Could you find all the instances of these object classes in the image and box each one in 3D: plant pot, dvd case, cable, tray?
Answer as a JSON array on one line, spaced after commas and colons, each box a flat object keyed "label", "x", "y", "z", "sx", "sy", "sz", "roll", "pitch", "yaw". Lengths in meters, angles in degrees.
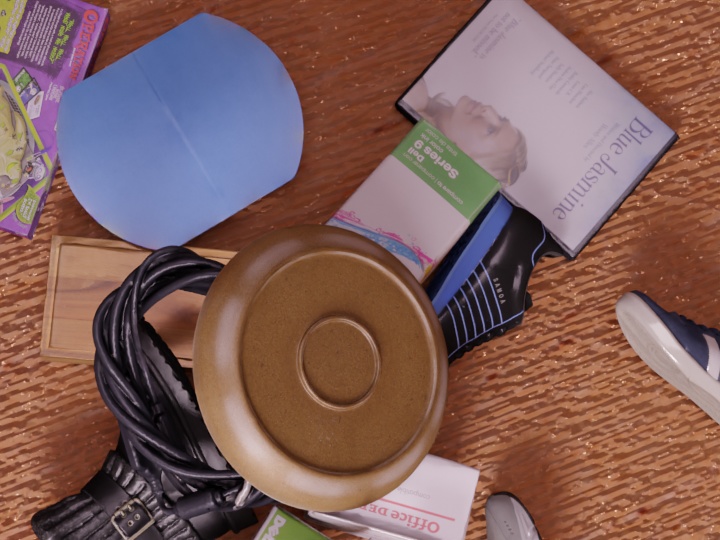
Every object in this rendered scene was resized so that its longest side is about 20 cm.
[{"label": "plant pot", "x": -0.019, "y": 0.064, "z": 1.151, "sx": 0.199, "sy": 0.027, "sz": 0.201, "roll": 6, "pitch": 79, "yaw": -28}, {"label": "dvd case", "x": 0.148, "y": -0.125, "z": 1.401, "sx": 0.200, "sy": 0.018, "sz": 0.143, "roll": 41, "pitch": 80, "yaw": 3}, {"label": "cable", "x": -0.108, "y": 0.080, "z": 1.189, "sx": 0.162, "sy": 0.051, "sz": 0.201, "roll": -8, "pitch": 101, "yaw": 25}, {"label": "tray", "x": -0.152, "y": 0.030, "z": 1.347, "sx": 0.199, "sy": 0.037, "sz": 0.099, "roll": 5, "pitch": 80, "yaw": -2}]

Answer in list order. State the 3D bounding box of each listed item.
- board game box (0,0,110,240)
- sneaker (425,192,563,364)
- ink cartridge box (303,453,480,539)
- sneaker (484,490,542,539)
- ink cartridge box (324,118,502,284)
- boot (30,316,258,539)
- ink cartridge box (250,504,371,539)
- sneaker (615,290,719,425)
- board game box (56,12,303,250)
[{"label": "board game box", "x": -0.293, "y": -0.138, "z": 1.370, "sx": 0.120, "sy": 0.032, "sz": 0.201, "roll": 18, "pitch": 81, "yaw": 4}, {"label": "sneaker", "x": 0.085, "y": 0.038, "z": 1.344, "sx": 0.078, "sy": 0.070, "sz": 0.200, "roll": 36, "pitch": 85, "yaw": -10}, {"label": "ink cartridge box", "x": 0.022, "y": 0.168, "z": 1.252, "sx": 0.115, "sy": 0.200, "sz": 0.068, "roll": 15, "pitch": 80, "yaw": -1}, {"label": "sneaker", "x": 0.106, "y": 0.274, "z": 1.307, "sx": 0.092, "sy": 0.076, "sz": 0.201, "roll": -7, "pitch": 80, "yaw": 0}, {"label": "ink cartridge box", "x": 0.000, "y": 0.000, "z": 1.280, "sx": 0.087, "sy": 0.145, "sz": 0.200, "roll": 39, "pitch": 64, "yaw": 0}, {"label": "boot", "x": -0.189, "y": 0.148, "z": 1.283, "sx": 0.157, "sy": 0.079, "sz": 0.212, "roll": -27, "pitch": 98, "yaw": -5}, {"label": "ink cartridge box", "x": -0.068, "y": 0.245, "z": 1.190, "sx": 0.076, "sy": 0.200, "sz": 0.148, "roll": 32, "pitch": 71, "yaw": 3}, {"label": "sneaker", "x": 0.297, "y": 0.070, "z": 1.353, "sx": 0.200, "sy": 0.075, "sz": 0.085, "roll": 42, "pitch": 82, "yaw": -6}, {"label": "board game box", "x": -0.145, "y": -0.108, "z": 1.368, "sx": 0.200, "sy": 0.039, "sz": 0.158, "roll": -32, "pitch": 84, "yaw": -8}]
